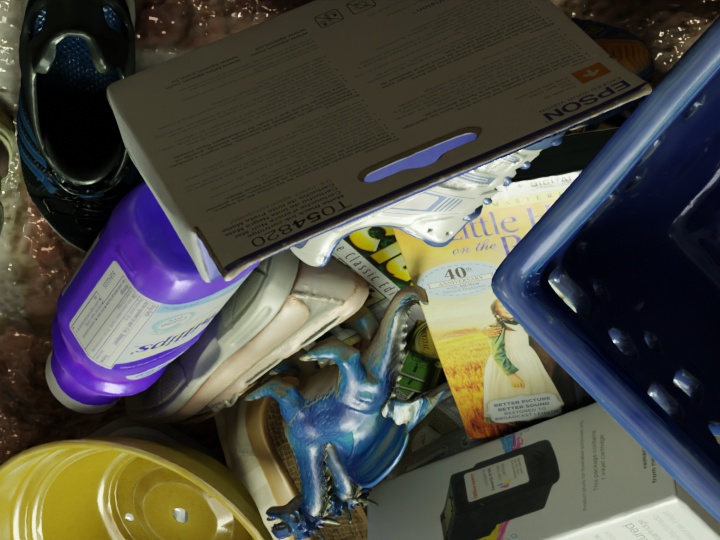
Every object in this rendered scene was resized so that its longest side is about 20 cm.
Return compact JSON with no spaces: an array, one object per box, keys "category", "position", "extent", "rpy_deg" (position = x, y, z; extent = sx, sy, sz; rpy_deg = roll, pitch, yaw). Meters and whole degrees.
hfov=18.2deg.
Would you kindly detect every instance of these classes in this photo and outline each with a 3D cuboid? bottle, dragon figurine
[{"category":"bottle","position":[-0.114,0.016,1.162],"extent":[0.084,0.065,0.200],"rpy_deg":[-28,168,-34]},{"category":"dragon figurine","position":[0.005,0.076,1.228],"extent":[0.099,0.059,0.200],"rpy_deg":[49,128,-5]}]

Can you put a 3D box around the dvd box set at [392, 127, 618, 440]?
[{"category":"dvd box set","position":[0.105,0.011,1.190],"extent":[0.146,0.029,0.200],"rpy_deg":[-8,136,12]}]

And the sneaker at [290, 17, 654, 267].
[{"category":"sneaker","position":[0.048,-0.060,1.088],"extent":[0.200,0.075,0.088],"rpy_deg":[-13,113,12]}]

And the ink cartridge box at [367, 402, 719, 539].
[{"category":"ink cartridge box","position":[0.123,0.159,1.270],"extent":[0.200,0.083,0.146],"rpy_deg":[-23,134,27]}]

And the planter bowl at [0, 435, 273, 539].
[{"category":"planter bowl","position":[-0.116,0.159,1.280],"extent":[0.200,0.083,0.201],"rpy_deg":[10,123,16]}]

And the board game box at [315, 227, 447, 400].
[{"category":"board game box","position":[0.000,0.000,1.238],"extent":[0.105,0.023,0.200],"rpy_deg":[-29,131,25]}]

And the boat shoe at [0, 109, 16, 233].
[{"category":"boat shoe","position":[-0.233,-0.005,1.195],"extent":[0.072,0.066,0.201],"rpy_deg":[15,135,-17]}]

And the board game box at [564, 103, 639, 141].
[{"category":"board game box","position":[0.184,-0.020,1.208],"extent":[0.200,0.035,0.136],"rpy_deg":[16,135,-18]}]

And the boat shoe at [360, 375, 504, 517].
[{"category":"boat shoe","position":[0.039,0.137,1.356],"extent":[0.074,0.065,0.202],"rpy_deg":[17,135,-18]}]

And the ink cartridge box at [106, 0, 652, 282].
[{"category":"ink cartridge box","position":[0.005,-0.065,0.990],"extent":[0.199,0.200,0.041],"rpy_deg":[-23,122,-8]}]

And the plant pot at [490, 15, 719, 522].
[{"category":"plant pot","position":[0.200,-0.010,1.004],"extent":[0.200,0.180,0.200],"rpy_deg":[43,106,2]}]

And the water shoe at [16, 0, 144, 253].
[{"category":"water shoe","position":[-0.142,-0.062,1.123],"extent":[0.071,0.079,0.200],"rpy_deg":[-1,138,1]}]

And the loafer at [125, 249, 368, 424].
[{"category":"loafer","position":[-0.065,0.042,1.225],"extent":[0.063,0.072,0.200],"rpy_deg":[20,148,-21]}]

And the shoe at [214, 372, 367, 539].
[{"category":"shoe","position":[-0.037,0.149,1.335],"extent":[0.053,0.070,0.200],"rpy_deg":[-3,114,35]}]

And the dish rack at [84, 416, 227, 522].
[{"category":"dish rack","position":[-0.125,0.162,1.397],"extent":[0.172,0.044,0.200],"rpy_deg":[-32,128,29]}]
